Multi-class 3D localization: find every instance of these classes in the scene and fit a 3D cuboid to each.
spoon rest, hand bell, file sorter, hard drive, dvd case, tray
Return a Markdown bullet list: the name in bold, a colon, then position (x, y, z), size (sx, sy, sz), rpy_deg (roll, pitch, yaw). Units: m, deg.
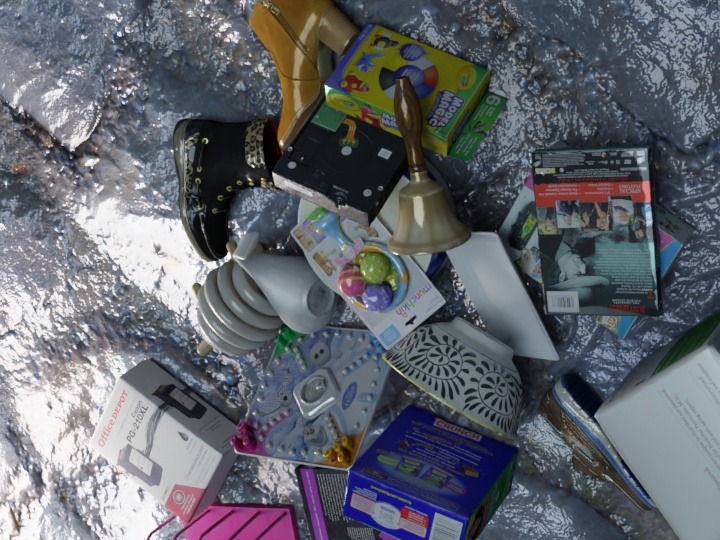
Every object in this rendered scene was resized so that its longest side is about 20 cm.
- **spoon rest**: position (-0.099, 0.010, 1.758), size (0.060, 0.200, 0.100), rpy_deg (12, 69, 45)
- **hand bell**: position (0.065, -0.129, 1.576), size (0.103, 0.104, 0.202), rpy_deg (-2, 109, 27)
- **file sorter**: position (-0.201, 0.435, 1.978), size (0.198, 0.125, 0.140), rpy_deg (-3, 105, 28)
- **hard drive**: position (-0.001, -0.160, 1.653), size (0.139, 0.201, 0.038), rpy_deg (23, 154, 17)
- **dvd case**: position (0.277, -0.045, 1.567), size (0.145, 0.022, 0.202), rpy_deg (0, 104, 28)
- **tray**: position (0.177, 0.026, 1.669), size (0.107, 0.022, 0.201), rpy_deg (6, 132, 50)

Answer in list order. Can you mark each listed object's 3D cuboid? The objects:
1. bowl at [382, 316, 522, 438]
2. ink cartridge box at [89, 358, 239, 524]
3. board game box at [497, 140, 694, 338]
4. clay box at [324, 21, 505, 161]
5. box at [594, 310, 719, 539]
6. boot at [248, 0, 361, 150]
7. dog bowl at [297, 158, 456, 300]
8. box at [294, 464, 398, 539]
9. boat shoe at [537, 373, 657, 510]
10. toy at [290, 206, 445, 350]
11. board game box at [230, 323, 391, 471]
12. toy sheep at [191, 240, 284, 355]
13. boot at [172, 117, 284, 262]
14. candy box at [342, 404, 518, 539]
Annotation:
- **bowl**: position (0.136, 0.120, 1.691), size (0.200, 0.201, 0.095), rpy_deg (32, 94, 14)
- **ink cartridge box**: position (-0.287, 0.252, 1.985), size (0.199, 0.084, 0.146), rpy_deg (35, 118, 12)
- **board game box**: position (0.279, -0.038, 1.617), size (0.199, 0.064, 0.148), rpy_deg (34, 119, 13)
- **clay box**: position (0.069, -0.219, 1.633), size (0.199, 0.115, 0.048), rpy_deg (24, 154, 18)
- **box**: position (0.414, 0.174, 1.538), size (0.171, 0.199, 0.201), rpy_deg (-38, 86, 31)
- **boot**: position (-0.094, -0.274, 1.733), size (0.144, 0.071, 0.202), rpy_deg (39, 116, 17)
- **dog bowl**: position (0.021, -0.061, 1.731), size (0.198, 0.079, 0.202), rpy_deg (8, 110, 24)
- **box**: position (0.012, 0.340, 1.892), size (0.198, 0.036, 0.144), rpy_deg (-4, 105, 29)
- **boat shoe**: position (0.305, 0.227, 1.692), size (0.201, 0.072, 0.072), rpy_deg (53, 126, 14)
- **toy**: position (0.000, 0.000, 1.687), size (0.115, 0.047, 0.201), rpy_deg (-41, 85, 33)
- **board game box**: position (-0.062, 0.159, 1.779), size (0.198, 0.201, 0.026), rpy_deg (3, 150, 35)
- **toy sheep**: position (-0.165, 0.047, 1.834), size (0.138, 0.138, 0.200), rpy_deg (44, 122, 7)
- **boot**: position (-0.171, -0.113, 1.818), size (0.149, 0.073, 0.202), rpy_deg (-3, 99, 28)
- **candy box**: position (0.093, 0.272, 1.732), size (0.168, 0.200, 0.078), rpy_deg (20, 118, 19)
